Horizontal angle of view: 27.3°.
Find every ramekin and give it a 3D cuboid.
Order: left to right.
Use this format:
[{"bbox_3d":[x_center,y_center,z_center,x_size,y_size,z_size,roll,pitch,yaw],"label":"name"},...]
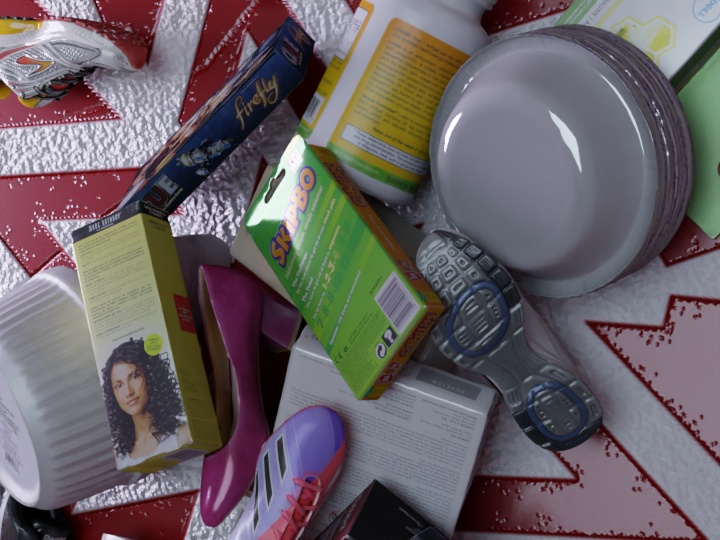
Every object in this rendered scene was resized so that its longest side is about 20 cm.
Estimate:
[{"bbox_3d":[-0.266,0.107,1.261,0.200,0.105,0.201,35,137,39],"label":"ramekin"}]

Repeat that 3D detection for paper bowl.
[{"bbox_3d":[0.138,-0.078,1.106,0.200,0.104,0.202,14,112,38],"label":"paper bowl"}]

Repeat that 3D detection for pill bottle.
[{"bbox_3d":[0.036,-0.163,1.191,0.111,0.111,0.201,32,100,23],"label":"pill bottle"}]

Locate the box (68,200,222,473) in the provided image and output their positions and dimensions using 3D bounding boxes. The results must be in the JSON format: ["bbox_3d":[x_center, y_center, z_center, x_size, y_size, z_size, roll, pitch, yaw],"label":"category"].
[{"bbox_3d":[-0.169,0.052,1.163,0.075,0.050,0.201,-23,71,20],"label":"box"}]

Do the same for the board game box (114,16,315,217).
[{"bbox_3d":[-0.122,-0.121,1.252,0.035,0.136,0.200,43,106,-13],"label":"board game box"}]

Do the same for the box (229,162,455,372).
[{"bbox_3d":[0.000,0.000,1.206,0.200,0.078,0.095,36,116,23],"label":"box"}]

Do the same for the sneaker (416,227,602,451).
[{"bbox_3d":[0.105,0.047,1.118,0.074,0.087,0.200,-33,110,12],"label":"sneaker"}]

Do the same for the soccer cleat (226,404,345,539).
[{"bbox_3d":[-0.065,0.195,1.113,0.201,0.066,0.077,-58,25,13],"label":"soccer cleat"}]

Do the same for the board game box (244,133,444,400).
[{"bbox_3d":[-0.018,-0.007,1.117,0.096,0.030,0.200,-55,53,27],"label":"board game box"}]

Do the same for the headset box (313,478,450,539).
[{"bbox_3d":[0.013,0.268,1.133,0.149,0.077,0.200,38,123,-3],"label":"headset box"}]

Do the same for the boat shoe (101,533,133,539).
[{"bbox_3d":[-0.145,0.286,1.269,0.199,0.075,0.062,22,85,16],"label":"boat shoe"}]

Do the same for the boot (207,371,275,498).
[{"bbox_3d":[-0.038,0.156,1.224,0.155,0.077,0.201,-24,74,20],"label":"boot"}]

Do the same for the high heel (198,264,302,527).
[{"bbox_3d":[-0.114,0.096,1.173,0.067,0.096,0.201,-12,55,59],"label":"high heel"}]

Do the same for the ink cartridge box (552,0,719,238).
[{"bbox_3d":[0.242,-0.145,1.130,0.146,0.048,0.200,-48,67,15],"label":"ink cartridge box"}]

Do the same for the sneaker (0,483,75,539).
[{"bbox_3d":[-0.308,0.266,1.344,0.097,0.071,0.202,-5,83,27],"label":"sneaker"}]

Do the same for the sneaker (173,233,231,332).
[{"bbox_3d":[-0.192,0.058,1.281,0.073,0.115,0.201,25,98,22],"label":"sneaker"}]

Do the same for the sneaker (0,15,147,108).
[{"bbox_3d":[-0.276,-0.190,1.365,0.199,0.078,0.083,5,92,35],"label":"sneaker"}]

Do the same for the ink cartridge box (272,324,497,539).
[{"bbox_3d":[0.006,0.159,1.164,0.160,0.050,0.201,19,117,11],"label":"ink cartridge box"}]
